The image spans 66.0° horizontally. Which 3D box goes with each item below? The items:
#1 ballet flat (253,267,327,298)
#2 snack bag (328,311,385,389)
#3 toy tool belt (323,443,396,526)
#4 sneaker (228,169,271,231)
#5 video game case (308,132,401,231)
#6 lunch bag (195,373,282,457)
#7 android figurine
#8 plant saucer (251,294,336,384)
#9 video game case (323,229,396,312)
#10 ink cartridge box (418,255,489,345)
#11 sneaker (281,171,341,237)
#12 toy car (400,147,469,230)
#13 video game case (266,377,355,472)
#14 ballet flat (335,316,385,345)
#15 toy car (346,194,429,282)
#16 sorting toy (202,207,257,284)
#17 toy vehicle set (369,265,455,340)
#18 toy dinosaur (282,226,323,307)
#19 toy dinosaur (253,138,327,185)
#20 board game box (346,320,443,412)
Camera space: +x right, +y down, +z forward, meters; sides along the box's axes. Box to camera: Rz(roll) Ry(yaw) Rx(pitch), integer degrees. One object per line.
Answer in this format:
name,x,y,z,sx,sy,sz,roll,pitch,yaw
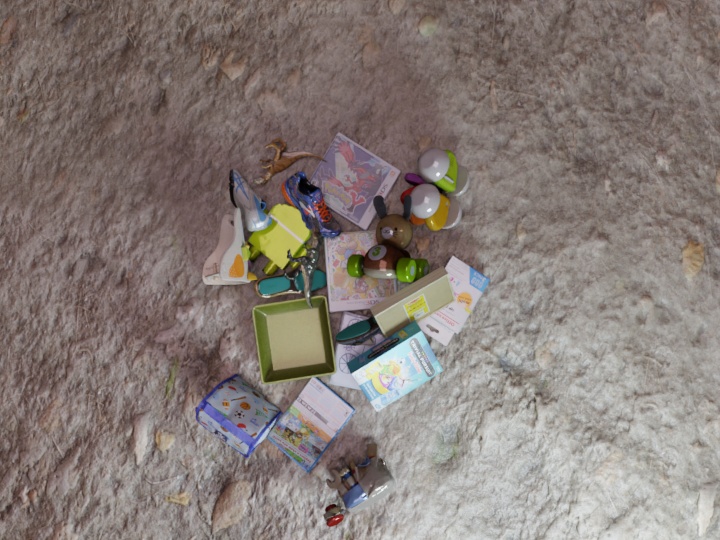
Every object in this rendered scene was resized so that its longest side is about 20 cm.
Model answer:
ballet flat,-0.181,0.029,1.427,0.197,0.063,0.070,-6,88,-26
snack bag,0.030,0.217,1.433,0.196,0.021,0.192,12,88,1
toy tool belt,-0.019,0.531,1.384,0.198,0.125,0.124,-31,55,-2
sneaker,-0.290,-0.183,1.435,0.072,0.072,0.202,-15,60,-28
video game case,-0.022,-0.234,1.458,0.198,0.023,0.184,32,89,4
lunch bag,-0.301,0.358,1.351,0.169,0.200,0.125,35,89,3
android figurine,-0.209,-0.089,1.450,0.181,0.041,0.201,37,90,4
plant saucer,-0.169,0.177,1.430,0.196,0.048,0.204,-9,87,2
video game case,0.000,0.000,1.435,0.178,0.023,0.204,-4,86,-4
ink cartridge box,0.226,0.079,1.407,0.114,0.068,0.202,31,89,4
sneaker,-0.120,-0.166,1.408,0.200,0.078,0.075,47,45,1
toy car,0.173,-0.206,1.397,0.148,0.174,0.204,13,87,40
video game case,-0.128,0.395,1.432,0.142,0.018,0.201,38,89,3
ballet flat,0.035,0.151,1.395,0.198,0.074,0.075,-27,86,3
toy car,0.072,-0.080,1.329,0.162,0.157,0.204,5,92,29
sorting toy,-0.325,-0.060,1.396,0.105,0.199,0.184,2,85,-28
toy vehicle set,0.128,0.080,1.315,0.198,0.125,0.027,-30,52,-2
toy dinosaur,-0.144,-0.009,1.375,0.087,0.047,0.204,7,97,-18
toy dinosaur,-0.199,-0.295,1.462,0.198,0.061,0.107,-26,110,6
board game box,0.087,0.237,1.361,0.198,0.047,0.152,-31,122,1
